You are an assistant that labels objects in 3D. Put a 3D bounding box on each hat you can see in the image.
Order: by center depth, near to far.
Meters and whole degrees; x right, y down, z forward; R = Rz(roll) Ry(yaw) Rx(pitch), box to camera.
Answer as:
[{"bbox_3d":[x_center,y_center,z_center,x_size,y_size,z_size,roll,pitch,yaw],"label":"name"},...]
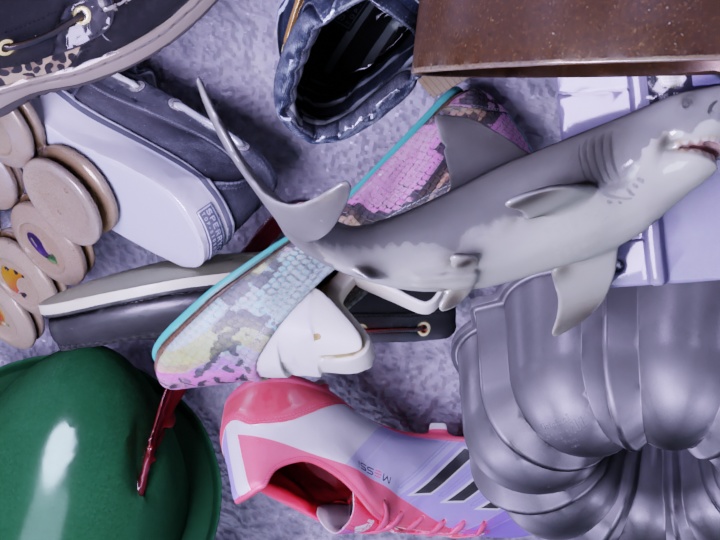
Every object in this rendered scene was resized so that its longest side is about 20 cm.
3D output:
[{"bbox_3d":[-0.138,0.068,1.050,0.165,0.200,0.176,17,147,-2],"label":"hat"}]

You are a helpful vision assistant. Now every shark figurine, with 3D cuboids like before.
[{"bbox_3d":[0.034,-0.033,0.817,0.214,0.090,0.128,-9,145,-24],"label":"shark figurine"}]

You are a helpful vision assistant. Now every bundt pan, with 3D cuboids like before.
[{"bbox_3d":[0.138,0.076,0.961,0.201,0.076,0.202,5,146,4],"label":"bundt pan"}]

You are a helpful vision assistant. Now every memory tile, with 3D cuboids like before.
[{"bbox_3d":[-0.197,-0.042,1.048,0.153,0.017,0.200,46,148,1],"label":"memory tile"}]

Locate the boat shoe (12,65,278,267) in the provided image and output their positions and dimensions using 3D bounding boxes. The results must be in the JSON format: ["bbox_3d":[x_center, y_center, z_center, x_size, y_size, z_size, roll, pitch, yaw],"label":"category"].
[{"bbox_3d":[-0.127,-0.074,1.010,0.200,0.068,0.072,29,144,28],"label":"boat shoe"}]

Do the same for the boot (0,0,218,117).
[{"bbox_3d":[-0.158,-0.147,0.890,0.200,0.073,0.151,-24,137,5],"label":"boot"}]

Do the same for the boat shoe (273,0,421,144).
[{"bbox_3d":[0.031,-0.139,0.834,0.071,0.091,0.200,27,119,-15],"label":"boat shoe"}]

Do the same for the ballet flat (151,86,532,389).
[{"bbox_3d":[0.000,0.000,0.932,0.071,0.200,0.069,47,170,17],"label":"ballet flat"}]

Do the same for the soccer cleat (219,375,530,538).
[{"bbox_3d":[0.016,0.111,1.057,0.200,0.077,0.067,24,138,-27],"label":"soccer cleat"}]

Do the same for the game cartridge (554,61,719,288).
[{"bbox_3d":[0.179,-0.063,0.837,0.199,0.038,0.130,-5,104,16],"label":"game cartridge"}]

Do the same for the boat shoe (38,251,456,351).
[{"bbox_3d":[-0.053,0.019,1.001,0.201,0.074,0.063,-8,101,-1],"label":"boat shoe"}]

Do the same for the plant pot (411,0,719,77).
[{"bbox_3d":[0.109,-0.170,0.733,0.186,0.187,0.201,0,94,25],"label":"plant pot"}]

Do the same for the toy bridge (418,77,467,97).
[{"bbox_3d":[-0.002,-0.167,0.897,0.067,0.027,0.200,-26,113,36],"label":"toy bridge"}]
